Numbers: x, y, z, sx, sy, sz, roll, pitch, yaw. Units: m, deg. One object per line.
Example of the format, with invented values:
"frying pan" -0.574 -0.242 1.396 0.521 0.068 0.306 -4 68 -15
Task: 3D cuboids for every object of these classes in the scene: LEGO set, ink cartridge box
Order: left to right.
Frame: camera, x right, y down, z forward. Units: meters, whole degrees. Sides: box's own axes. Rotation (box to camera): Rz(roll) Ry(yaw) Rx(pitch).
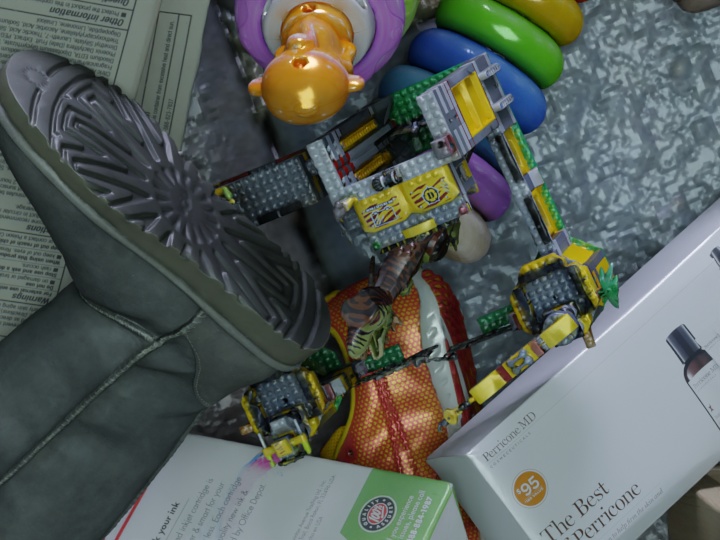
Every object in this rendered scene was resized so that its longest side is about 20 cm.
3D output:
"ink cartridge box" -0.064 0.138 1.154 0.199 0.067 0.117 9 50 25
"LEGO set" 0.000 0.000 1.094 0.199 0.116 0.154 -13 99 19

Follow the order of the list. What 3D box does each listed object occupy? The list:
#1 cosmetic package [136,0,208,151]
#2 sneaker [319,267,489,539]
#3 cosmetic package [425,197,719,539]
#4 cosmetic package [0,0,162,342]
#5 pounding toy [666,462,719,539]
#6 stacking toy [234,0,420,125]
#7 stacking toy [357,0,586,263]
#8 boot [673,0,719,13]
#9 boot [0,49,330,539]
"cosmetic package" -0.173 -0.101 1.139 0.199 0.073 0.104 7 121 -13
"sneaker" 0.026 0.100 1.212 0.077 0.073 0.201 -14 87 14
"cosmetic package" 0.131 0.052 1.182 0.200 0.051 0.083 -41 96 -21
"cosmetic package" -0.153 -0.053 1.078 0.103 0.073 0.200 10 121 -17
"pounding toy" 0.250 0.160 1.161 0.199 0.184 0.143 -4 94 -3
"stacking toy" -0.014 -0.118 1.083 0.116 0.200 0.110 -1 128 5
"stacking toy" 0.068 -0.106 1.194 0.085 0.085 0.200 32 86 -4
"boot" 0.257 -0.155 1.207 0.146 0.070 0.200 39 105 -17
"boot" -0.134 0.031 1.058 0.200 0.073 0.182 -35 106 30
